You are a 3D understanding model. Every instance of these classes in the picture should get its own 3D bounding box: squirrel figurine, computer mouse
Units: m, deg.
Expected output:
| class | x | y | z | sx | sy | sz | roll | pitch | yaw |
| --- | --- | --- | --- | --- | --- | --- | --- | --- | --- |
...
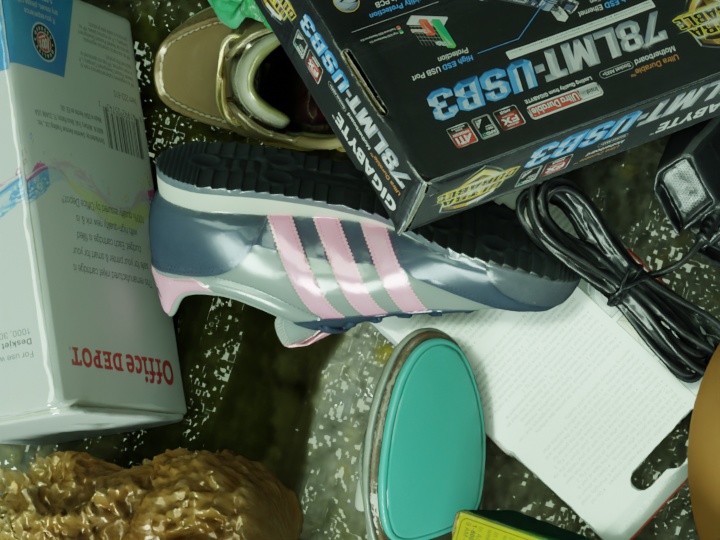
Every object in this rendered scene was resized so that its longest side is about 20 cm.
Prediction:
| class | x | y | z | sx | sy | sz | roll | pitch | yaw |
| --- | --- | --- | --- | --- | --- | --- | --- | --- | --- |
| squirrel figurine | -0.107 | 0.181 | 1.275 | 0.186 | 0.141 | 0.201 | -24 | 68 | 29 |
| computer mouse | 0.149 | -0.060 | 1.264 | 0.140 | 0.046 | 0.200 | 38 | 70 | -15 |

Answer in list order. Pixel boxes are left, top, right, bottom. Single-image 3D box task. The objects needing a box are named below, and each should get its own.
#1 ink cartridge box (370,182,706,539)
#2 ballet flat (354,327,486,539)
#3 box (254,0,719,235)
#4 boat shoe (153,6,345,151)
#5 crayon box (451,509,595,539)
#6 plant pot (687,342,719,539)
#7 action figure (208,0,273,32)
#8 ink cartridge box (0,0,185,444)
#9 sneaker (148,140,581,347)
| class | x | y | z | sx | sy | sz | roll | pitch | yaw |
| --- | --- | --- | --- | --- | --- | --- | --- | --- | --- |
| ink cartridge box | 0.085 | 0.026 | 1.299 | 0.200 | 0.050 | 0.109 | 44 | 92 | 11 |
| ballet flat | 0.023 | 0.125 | 1.274 | 0.067 | 0.064 | 0.201 | -12 | 99 | -33 |
| box | 0.056 | -0.134 | 1.213 | 0.199 | 0.050 | 0.199 | -22 | 69 | -25 |
| boat shoe | -0.032 | -0.093 | 1.284 | 0.200 | 0.066 | 0.074 | 3 | 100 | 43 |
| crayon box | 0.119 | 0.190 | 1.179 | 0.199 | 0.051 | 0.127 | 18 | 95 | 32 |
| plant pot | 0.255 | 0.081 | 1.179 | 0.199 | 0.140 | 0.201 | 2 | 83 | -13 |
| action figure | -0.053 | -0.179 | 1.293 | 0.118 | 0.055 | 0.200 | -52 | 36 | 35 |
| ink cartridge box | -0.157 | -0.022 | 1.288 | 0.084 | 0.144 | 0.201 | -13 | 81 | 18 |
| sneaker | 0.000 | 0.000 | 1.269 | 0.199 | 0.070 | 0.082 | 14 | 116 | 7 |
